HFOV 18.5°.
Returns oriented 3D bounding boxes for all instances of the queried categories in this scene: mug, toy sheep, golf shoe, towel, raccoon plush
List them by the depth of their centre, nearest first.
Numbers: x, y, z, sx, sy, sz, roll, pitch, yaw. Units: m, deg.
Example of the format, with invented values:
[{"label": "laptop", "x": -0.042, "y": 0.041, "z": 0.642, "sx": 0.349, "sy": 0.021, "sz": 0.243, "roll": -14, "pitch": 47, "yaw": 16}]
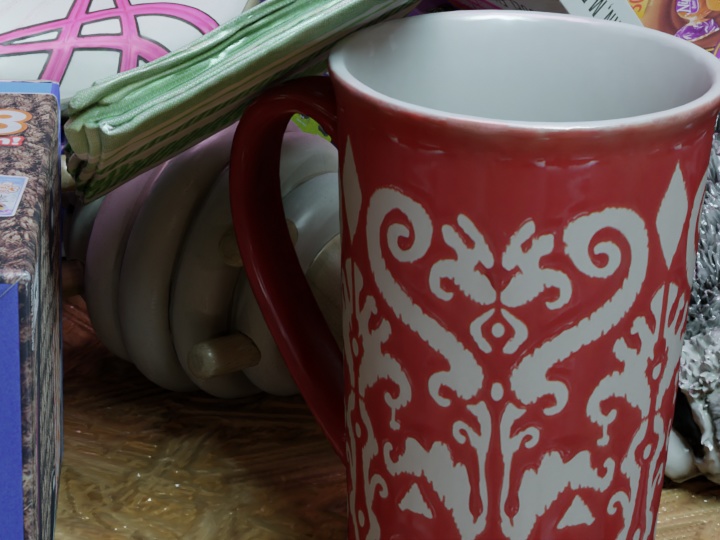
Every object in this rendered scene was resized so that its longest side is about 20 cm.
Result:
[{"label": "mug", "x": 0.044, "y": 0.017, "z": 0.779, "sx": 0.133, "sy": 0.201, "sz": 0.177, "roll": -9, "pitch": 23, "yaw": -24}, {"label": "towel", "x": -0.040, "y": -0.075, "z": 0.788, "sx": 0.152, "sy": 0.023, "sz": 0.200, "roll": -29, "pitch": 1, "yaw": -9}, {"label": "raccoon plush", "x": 0.162, "y": -0.008, "z": 0.887, "sx": 0.097, "sy": 0.201, "sz": 0.134, "roll": 14, "pitch": 14, "yaw": -46}, {"label": "golf shoe", "x": -0.127, "y": -0.096, "z": 0.904, "sx": 0.199, "sy": 0.092, "sz": 0.072, "roll": -27, "pitch": 8, "yaw": -33}, {"label": "toy sheep", "x": -0.064, "y": -0.010, "z": 0.935, "sx": 0.199, "sy": 0.139, "sz": 0.138, "roll": 27, "pitch": 31, "yaw": 27}]

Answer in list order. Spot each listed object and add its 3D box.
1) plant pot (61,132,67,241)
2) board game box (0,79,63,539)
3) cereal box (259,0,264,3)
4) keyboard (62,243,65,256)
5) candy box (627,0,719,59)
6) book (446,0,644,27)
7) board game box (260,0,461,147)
[{"label": "plant pot", "x": -0.229, "y": -0.106, "z": 1.014, "sx": 0.199, "sy": 0.180, "sz": 0.200, "roll": 12, "pitch": 46, "yaw": 27}, {"label": "board game box", "x": -0.156, "y": 0.037, "z": 0.767, "sx": 0.096, "sy": 0.160, "sz": 0.200, "roll": 0, "pitch": 22, "yaw": -5}, {"label": "cereal box", "x": -0.088, "y": -0.153, "z": 1.084, "sx": 0.144, "sy": 0.200, "sz": 0.040, "roll": 39, "pitch": 77, "yaw": 27}, {"label": "keyboard", "x": -0.129, "y": -0.020, "z": 1.120, "sx": 0.199, "sy": 0.011, "sz": 0.056, "roll": -4, "pitch": 27, "yaw": -13}, {"label": "candy box", "x": 0.172, "y": -0.084, "z": 1.102, "sx": 0.116, "sy": 0.057, "sz": 0.200, "roll": 0, "pitch": 46, "yaw": 30}, {"label": "book", "x": 0.086, "y": -0.108, "z": 0.973, "sx": 0.048, "sy": 0.200, "sz": 0.134, "roll": -47, "pitch": 42, "yaw": -5}, {"label": "board game box", "x": 0.027, "y": -0.060, "z": 0.995, "sx": 0.200, "sy": 0.120, "sz": 0.032, "roll": 40, "pitch": 41, "yaw": 24}]
